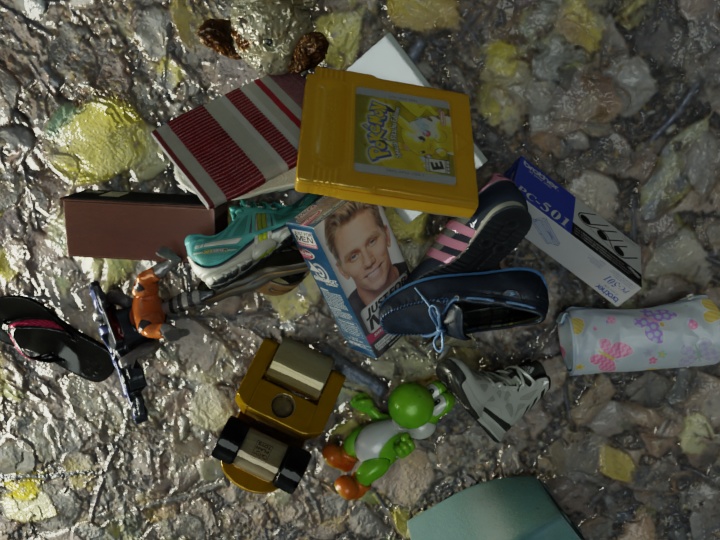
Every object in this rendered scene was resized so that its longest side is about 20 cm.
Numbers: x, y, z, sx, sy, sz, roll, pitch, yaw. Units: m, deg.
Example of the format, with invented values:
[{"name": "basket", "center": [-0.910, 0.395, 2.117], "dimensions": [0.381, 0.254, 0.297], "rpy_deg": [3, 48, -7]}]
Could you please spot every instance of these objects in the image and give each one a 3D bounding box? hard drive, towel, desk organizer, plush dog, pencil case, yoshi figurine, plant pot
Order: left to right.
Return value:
[{"name": "desk organizer", "center": [-0.277, -0.058, 0.850], "dimensions": [0.199, 0.072, 0.077], "rpy_deg": [3, 106, 2]}, {"name": "towel", "center": [-0.124, -0.159, 0.761], "dimensions": [0.200, 0.023, 0.144], "rpy_deg": [-32, 62, -20]}, {"name": "plush dog", "center": [-0.107, -0.318, 0.761], "dimensions": [0.200, 0.160, 0.172], "rpy_deg": [20, 118, 26]}, {"name": "yoshi figurine", "center": [0.034, 0.215, 0.881], "dimensions": [0.200, 0.112, 0.112], "rpy_deg": [-41, 91, 8]}, {"name": "hard drive", "center": [0.049, -0.178, 0.828], "dimensions": [0.132, 0.026, 0.200], "rpy_deg": [-38, 99, 10]}, {"name": "plant pot", "center": [0.208, 0.399, 0.877], "dimensions": [0.200, 0.196, 0.197], "rpy_deg": [-38, 99, 2]}, {"name": "pencil case", "center": [0.360, 0.085, 0.843], "dimensions": [0.199, 0.083, 0.091], "rpy_deg": [-7, 105, 5]}]

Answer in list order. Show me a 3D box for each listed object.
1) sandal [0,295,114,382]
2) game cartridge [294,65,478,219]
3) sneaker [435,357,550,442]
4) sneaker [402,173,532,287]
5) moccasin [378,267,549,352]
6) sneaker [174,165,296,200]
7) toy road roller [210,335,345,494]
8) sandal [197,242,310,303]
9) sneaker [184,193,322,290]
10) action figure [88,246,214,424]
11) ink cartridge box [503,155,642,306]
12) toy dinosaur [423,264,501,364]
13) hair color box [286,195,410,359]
[{"name": "sandal", "center": [-0.440, 0.097, 0.907], "dimensions": [0.200, 0.045, 0.075], "rpy_deg": [27, 103, -3]}, {"name": "game cartridge", "center": [0.031, -0.150, 0.736], "dimensions": [0.199, 0.177, 0.032], "rpy_deg": [8, 147, -11]}, {"name": "sneaker", "center": [0.177, 0.139, 0.845], "dimensions": [0.115, 0.076, 0.201], "rpy_deg": [-42, 137, -1]}, {"name": "sneaker", "center": [0.121, -0.032, 0.776], "dimensions": [0.070, 0.082, 0.200], "rpy_deg": [25, 130, -29]}, {"name": "moccasin", "center": [0.113, 0.044, 0.745], "dimensions": [0.199, 0.068, 0.081], "rpy_deg": [-16, 133, 19]}, {"name": "sneaker", "center": [-0.127, -0.127, 0.814], "dimensions": [0.199, 0.085, 0.075], "rpy_deg": [-2, 97, -3]}, {"name": "toy road roller", "center": [-0.117, 0.204, 0.893], "dimensions": [0.123, 0.146, 0.200], "rpy_deg": [26, 66, -3]}, {"name": "sandal", "center": [-0.117, 0.009, 0.855], "dimensions": [0.200, 0.082, 0.055], "rpy_deg": [-21, 120, 5]}, {"name": "sneaker", "center": [-0.123, -0.057, 0.805], "dimensions": [0.200, 0.078, 0.080], "rpy_deg": [-34, 88, -26]}, {"name": "action figure", "center": [-0.271, 0.086, 0.846], "dimensions": [0.193, 0.104, 0.200], "rpy_deg": [-31, 76, 45]}, {"name": "ink cartridge box", "center": [0.259, -0.050, 0.808], "dimensions": [0.200, 0.094, 0.044], "rpy_deg": [36, 129, -5]}, {"name": "toy dinosaur", "center": [0.154, 0.026, 0.830], "dimensions": [0.077, 0.102, 0.200], "rpy_deg": [26, 105, -4]}, {"name": "hair color box", "center": [0.000, 0.000, 0.804], "dimensions": [0.100, 0.060, 0.200], "rpy_deg": [-41, 121, -26]}]
